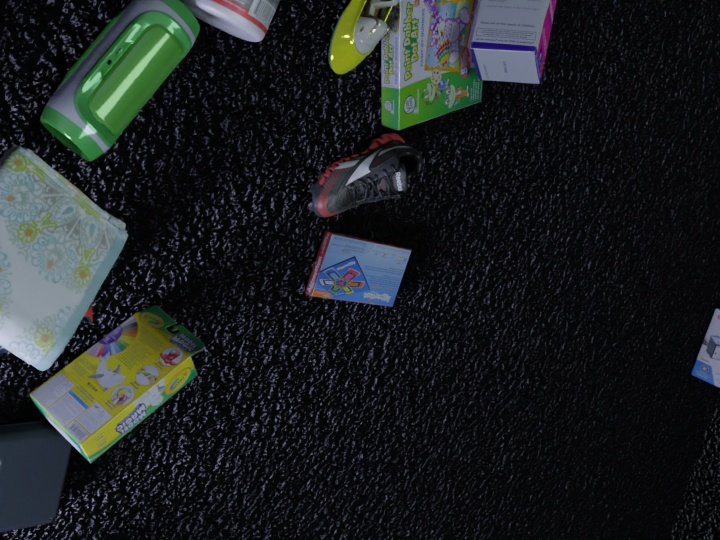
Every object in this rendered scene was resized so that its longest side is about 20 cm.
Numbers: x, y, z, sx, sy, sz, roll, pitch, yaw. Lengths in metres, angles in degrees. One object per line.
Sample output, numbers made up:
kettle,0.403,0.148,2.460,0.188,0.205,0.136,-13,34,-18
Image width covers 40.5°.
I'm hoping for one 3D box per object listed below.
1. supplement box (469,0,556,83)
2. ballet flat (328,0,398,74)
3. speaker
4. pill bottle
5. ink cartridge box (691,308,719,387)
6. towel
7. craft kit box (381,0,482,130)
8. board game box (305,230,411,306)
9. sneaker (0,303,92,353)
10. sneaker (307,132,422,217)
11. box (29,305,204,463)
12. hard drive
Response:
supplement box,0.240,-0.401,1.493,0.101,0.103,0.201,49,51,-67
ballet flat,0.019,-0.364,1.360,0.067,0.067,0.201,23,92,-51
speaker,-0.271,-0.223,1.108,0.200,0.088,0.089,-54,139,-12
pill bottle,-0.128,-0.385,1.155,0.114,0.114,0.201,22,92,-50
ink cartridge box,1.018,0.221,2.675,0.086,0.146,0.201,4,106,-46
towel,-0.366,-0.016,1.083,0.171,0.048,0.201,42,58,-33
craft kit box,0.113,-0.336,1.496,0.197,0.048,0.201,-23,125,-35
board game box,0.000,0.000,1.565,0.199,0.019,0.104,10,101,-49
sneaker,-0.396,0.076,1.136,0.200,0.075,0.085,-31,126,-33
sneaker,0.014,-0.135,1.451,0.200,0.098,0.071,-35,134,-29
box,-0.300,0.135,1.236,0.200,0.117,0.049,-41,146,-25
hard drive,-0.456,0.259,1.199,0.199,0.033,0.140,2,108,-47
